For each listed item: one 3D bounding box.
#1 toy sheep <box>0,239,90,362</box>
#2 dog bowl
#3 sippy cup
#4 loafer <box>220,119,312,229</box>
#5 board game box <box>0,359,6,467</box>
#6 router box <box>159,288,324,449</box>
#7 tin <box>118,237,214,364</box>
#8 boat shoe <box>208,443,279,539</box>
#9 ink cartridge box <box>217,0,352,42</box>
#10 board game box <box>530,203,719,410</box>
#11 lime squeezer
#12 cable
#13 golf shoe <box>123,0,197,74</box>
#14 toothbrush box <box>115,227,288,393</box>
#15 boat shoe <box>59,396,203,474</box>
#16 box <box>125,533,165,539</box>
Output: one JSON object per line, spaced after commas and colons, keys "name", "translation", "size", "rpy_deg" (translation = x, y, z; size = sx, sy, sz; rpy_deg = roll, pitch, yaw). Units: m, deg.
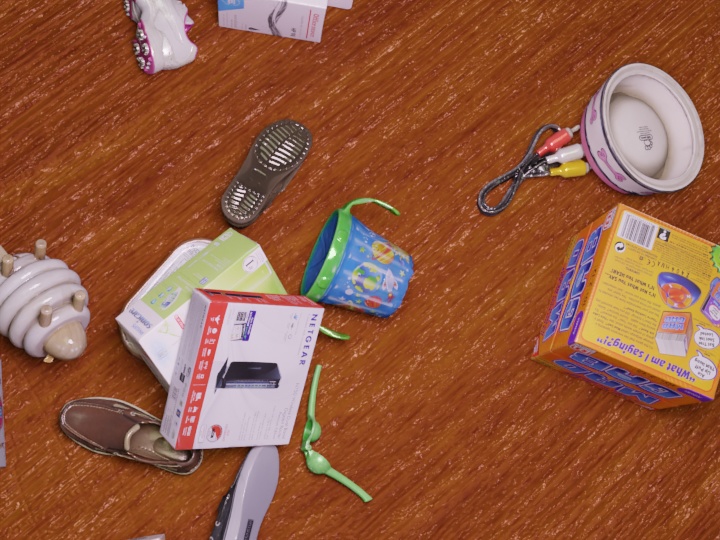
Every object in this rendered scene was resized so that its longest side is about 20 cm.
{"name": "toy sheep", "translation": [-0.430, 0.038, 1.288], "size": [0.137, 0.138, 0.201], "rpy_deg": [-34, 73, -13]}
{"name": "dog bowl", "translation": [0.416, -0.203, 1.451], "size": [0.198, 0.074, 0.203], "rpy_deg": [8, 73, -26]}
{"name": "sippy cup", "translation": [0.000, 0.000, 1.357], "size": [0.129, 0.179, 0.140], "rpy_deg": [22, 36, -13]}
{"name": "loafer", "translation": [-0.141, -0.138, 1.396], "size": [0.076, 0.067, 0.201], "rpy_deg": [38, 61, -2]}
{"name": "board game box", "translation": [-0.576, 0.197, 1.270], "size": [0.197, 0.064, 0.149], "rpy_deg": [-5, 80, -7]}
{"name": "router box", "translation": [-0.153, 0.128, 1.261], "size": [0.178, 0.049, 0.202], "rpy_deg": [5, 106, -39]}
{"name": "tin", "translation": [-0.254, 0.042, 1.358], "size": [0.112, 0.042, 0.200], "rpy_deg": [38, 76, 6]}
{"name": "boat shoe", "translation": [-0.165, 0.325, 1.297], "size": [0.056, 0.069, 0.202], "rpy_deg": [4, 68, 33]}
{"name": "ink cartridge box", "translation": [-0.108, -0.398, 1.426], "size": [0.197, 0.116, 0.068], "rpy_deg": [8, 77, -5]}
{"name": "board game box", "translation": [0.385, 0.058, 1.351], "size": [0.198, 0.200, 0.202], "rpy_deg": [23, 76, -2]}
{"name": "lime squeezer", "translation": [-0.050, 0.234, 1.343], "size": [0.070, 0.038, 0.202], "rpy_deg": [-20, 81, -11]}
{"name": "cable", "translation": [0.257, -0.159, 1.455], "size": [0.198, 0.050, 0.098], "rpy_deg": [-25, 85, -13]}
{"name": "golf shoe", "translation": [-0.299, -0.387, 1.431], "size": [0.091, 0.075, 0.202], "rpy_deg": [-10, 82, -25]}
{"name": "toothbrush box", "translation": [-0.198, 0.067, 1.291], "size": [0.199, 0.086, 0.146], "rpy_deg": [-39, 126, -17]}
{"name": "boat shoe", "translation": [-0.306, 0.216, 1.294], "size": [0.200, 0.075, 0.076], "rpy_deg": [16, 77, -4]}
{"name": "box", "translation": [-0.280, 0.448, 1.241], "size": [0.077, 0.095, 0.202], "rpy_deg": [-7, 81, -9]}
